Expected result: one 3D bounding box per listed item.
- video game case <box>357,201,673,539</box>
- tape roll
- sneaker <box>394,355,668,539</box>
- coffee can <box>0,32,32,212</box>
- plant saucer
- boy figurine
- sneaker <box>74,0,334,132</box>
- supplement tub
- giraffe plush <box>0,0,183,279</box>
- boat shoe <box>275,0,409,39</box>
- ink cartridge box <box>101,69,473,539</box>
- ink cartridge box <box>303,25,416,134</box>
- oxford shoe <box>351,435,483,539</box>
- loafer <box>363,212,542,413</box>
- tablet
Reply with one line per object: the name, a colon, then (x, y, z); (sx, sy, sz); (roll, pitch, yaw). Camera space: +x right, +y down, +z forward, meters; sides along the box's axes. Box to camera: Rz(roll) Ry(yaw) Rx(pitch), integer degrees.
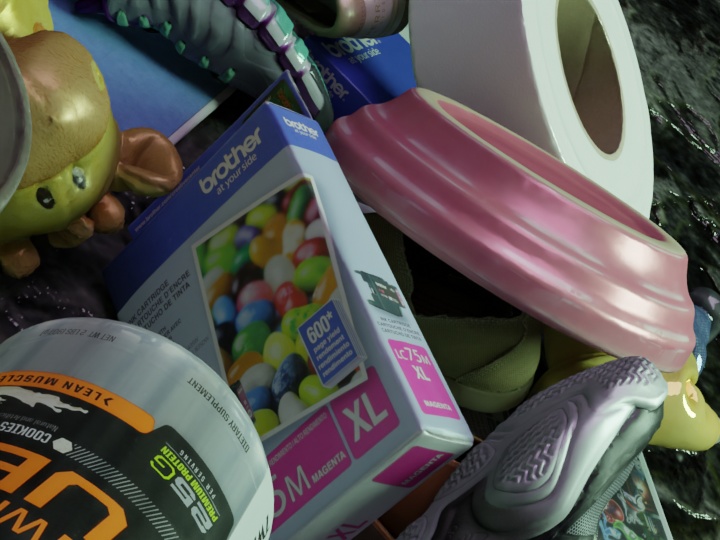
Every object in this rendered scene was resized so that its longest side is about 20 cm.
video game case: (0.073, 0.065, 0.846); (0.181, 0.023, 0.201); (21, 37, -31)
tape roll: (0.103, -0.108, 0.937); (0.202, 0.070, 0.205); (35, 48, -52)
sneaker: (0.071, 0.135, 0.640); (0.114, 0.200, 0.075); (46, -11, -9)
coffee can: (-0.201, 0.001, 0.448); (0.145, 0.200, 0.147); (28, 35, -21)
plant saucer: (0.077, -0.027, 0.760); (0.199, 0.051, 0.201); (31, 11, -6)
boy figurine: (0.141, 0.054, 0.850); (0.124, 0.065, 0.200); (41, 32, 4)
sneaker: (-0.096, -0.138, 0.851); (0.201, 0.087, 0.074); (54, -1, -21)
supplement tub: (-0.111, 0.111, 0.492); (0.122, 0.123, 0.200); (39, 32, -5)
giraffe plush: (-0.161, -0.083, 0.667); (0.163, 0.171, 0.200); (61, 3, 10)
boat shoe: (-0.055, -0.194, 0.939); (0.065, 0.073, 0.200); (-20, 49, -40)
ink cartridge box: (-0.042, 0.020, 0.674); (0.042, 0.119, 0.201); (18, 38, -47)
ink cartridge box: (0.036, -0.112, 0.989); (0.094, 0.044, 0.200); (46, 32, 8)
oxford shoe: (0.057, 0.122, 0.698); (0.200, 0.071, 0.071); (46, 11, -12)
loafer: (0.000, 0.000, 0.770); (0.198, 0.068, 0.076); (20, 38, -9)
tablet: (-0.124, -0.131, 0.867); (0.130, 0.014, 0.200); (42, 33, -3)
